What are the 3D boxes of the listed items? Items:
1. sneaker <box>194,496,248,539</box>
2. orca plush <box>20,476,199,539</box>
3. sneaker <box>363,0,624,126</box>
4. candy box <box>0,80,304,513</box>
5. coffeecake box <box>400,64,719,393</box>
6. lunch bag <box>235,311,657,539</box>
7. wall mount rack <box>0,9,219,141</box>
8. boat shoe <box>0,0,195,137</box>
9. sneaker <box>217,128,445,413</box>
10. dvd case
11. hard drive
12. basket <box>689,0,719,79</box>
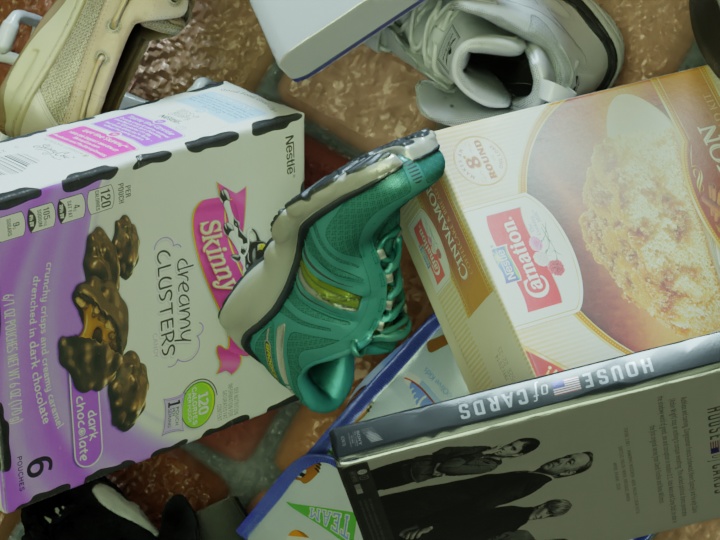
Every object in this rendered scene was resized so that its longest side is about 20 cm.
[{"bbox_3d":[-0.113,0.219,1.339,0.200,0.075,0.106,-38,72,8],"label":"sneaker"},{"bbox_3d":[-0.149,0.137,1.297,0.105,0.071,0.200,-28,64,23],"label":"orca plush"},{"bbox_3d":[0.037,-0.135,1.267,0.200,0.115,0.075,24,111,9],"label":"sneaker"},{"bbox_3d":[-0.123,0.009,1.243,0.072,0.200,0.168,24,123,45],"label":"candy box"},{"bbox_3d":[0.136,-0.009,1.209,0.200,0.073,0.154,-15,71,-25],"label":"coffeecake box"},{"bbox_3d":[0.056,0.123,1.269,0.170,0.124,0.200,44,101,5],"label":"lunch bag"},{"bbox_3d":[-0.162,-0.042,1.335,0.200,0.075,0.174,21,95,11],"label":"wall mount rack"},{"bbox_3d":[-0.117,-0.146,1.275,0.064,0.071,0.200,31,91,9],"label":"boat shoe"},{"bbox_3d":[0.000,0.000,1.181,0.077,0.200,0.080,-28,73,-33],"label":"sneaker"},{"bbox_3d":[0.095,0.093,1.138,0.200,0.150,0.025,-14,58,1],"label":"dvd case"},{"bbox_3d":[-0.014,-0.204,1.272,0.132,0.025,0.200,-33,49,11],"label":"hard drive"},{"bbox_3d":[0.225,-0.143,1.130,0.180,0.200,0.136,-37,87,-6],"label":"basket"}]
